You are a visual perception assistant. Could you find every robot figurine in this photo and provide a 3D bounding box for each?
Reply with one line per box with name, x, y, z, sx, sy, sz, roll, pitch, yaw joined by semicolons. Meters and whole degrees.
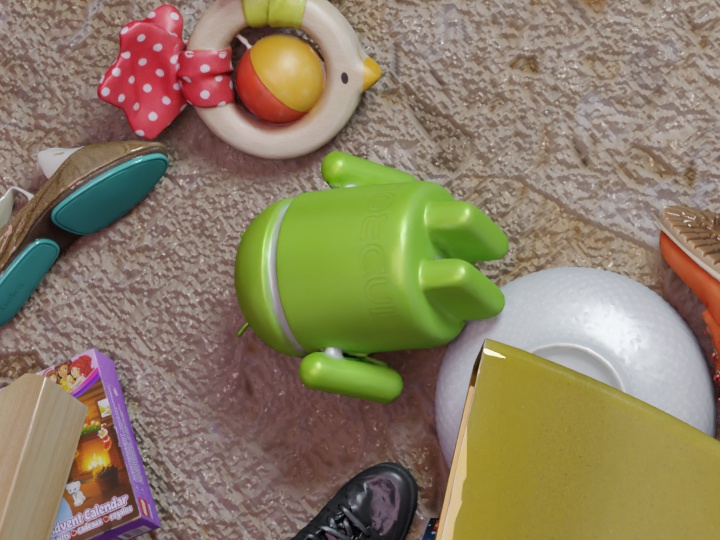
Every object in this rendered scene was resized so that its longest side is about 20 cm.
robot figurine;0.000;0.000;1.617;0.200;0.116;0.176;-6;68;27

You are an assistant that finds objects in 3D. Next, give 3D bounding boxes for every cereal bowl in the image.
cereal bowl;0.145;0.096;1.607;0.200;0.083;0.200;0;88;12

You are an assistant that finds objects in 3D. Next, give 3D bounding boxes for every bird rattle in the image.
bird rattle;-0.079;-0.150;1.665;0.200;0.113;0.163;-43;96;11

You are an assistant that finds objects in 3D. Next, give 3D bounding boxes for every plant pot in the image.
plant pot;0.138;0.167;1.463;0.176;0.200;0.200;12;82;3

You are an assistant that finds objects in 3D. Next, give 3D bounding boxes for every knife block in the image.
knife block;-0.254;0.195;1.622;0.200;0.064;0.176;-37;57;5

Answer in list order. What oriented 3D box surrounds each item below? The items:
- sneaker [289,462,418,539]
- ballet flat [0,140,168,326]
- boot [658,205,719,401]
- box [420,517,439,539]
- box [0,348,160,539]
sneaker;-0.039;0.215;1.630;0.060;0.104;0.200;44;94;11
ballet flat;-0.231;-0.043;1.718;0.200;0.068;0.072;-44;60;12
boot;0.259;0.044;1.585;0.200;0.075;0.107;49;129;29
box;0.144;0.242;1.596;0.200;0.038;0.137;3;116;13
box;-0.257;0.159;1.704;0.200;0.039;0.137;-24;66;11
